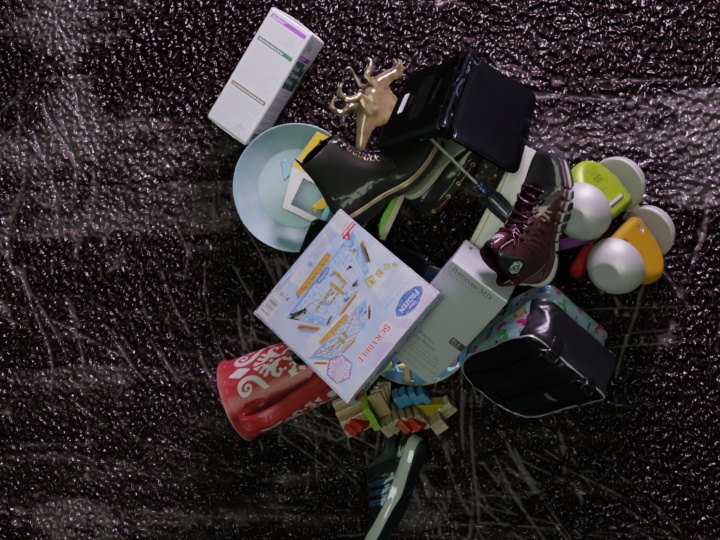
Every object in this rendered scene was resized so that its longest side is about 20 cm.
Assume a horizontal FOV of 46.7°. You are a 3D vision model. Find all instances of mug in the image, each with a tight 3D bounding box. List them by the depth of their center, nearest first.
[{"bbox_3d":[-0.107,0.187,1.319,0.199,0.178,0.134,-23,134,8],"label":"mug"}]

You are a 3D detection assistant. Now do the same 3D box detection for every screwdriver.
[{"bbox_3d":[0.159,-0.138,1.203,0.200,0.028,0.029,50,133,9],"label":"screwdriver"}]

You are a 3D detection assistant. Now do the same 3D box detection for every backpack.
[{"bbox_3d":[0.255,0.127,1.231,0.177,0.151,0.200,38,140,-13],"label":"backpack"}]

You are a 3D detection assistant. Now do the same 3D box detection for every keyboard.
[{"bbox_3d":[0.000,0.000,1.243,0.199,0.040,0.105,20,79,20],"label":"keyboard"}]

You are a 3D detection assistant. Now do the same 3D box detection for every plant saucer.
[{"bbox_3d":[-0.102,-0.131,1.327,0.199,0.039,0.203,0,94,-5],"label":"plant saucer"}]

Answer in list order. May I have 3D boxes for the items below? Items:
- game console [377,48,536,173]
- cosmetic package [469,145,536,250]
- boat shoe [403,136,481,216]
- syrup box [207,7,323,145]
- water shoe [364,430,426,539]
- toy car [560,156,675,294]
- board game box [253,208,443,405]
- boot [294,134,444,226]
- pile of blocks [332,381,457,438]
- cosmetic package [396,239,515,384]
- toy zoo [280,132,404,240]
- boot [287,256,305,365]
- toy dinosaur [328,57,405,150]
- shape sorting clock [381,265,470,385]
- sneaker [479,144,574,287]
[{"bbox_3d":[0.144,-0.219,1.222,0.175,0.201,0.117,-14,126,33],"label":"game console"},{"bbox_3d":[0.225,-0.083,1.253,0.073,0.103,0.201,27,99,9],"label":"cosmetic package"},{"bbox_3d":[0.149,-0.172,1.282,0.202,0.074,0.063,-47,125,1],"label":"boat shoe"},{"bbox_3d":[-0.147,-0.301,1.312,0.081,0.079,0.201,36,101,6],"label":"syrup box"},{"bbox_3d":[0.042,0.349,1.360,0.079,0.071,0.201,26,97,29],"label":"water shoe"},{"bbox_3d":[0.348,-0.057,1.221,0.150,0.175,0.201,-30,93,50],"label":"toy car"},{"bbox_3d":[-0.019,0.050,1.189,0.199,0.041,0.200,41,92,22],"label":"board game box"},{"bbox_3d":[0.016,-0.171,1.241,0.200,0.077,0.139,-42,114,-4],"label":"boot"},{"bbox_3d":[0.057,0.223,1.307,0.198,0.062,0.083,-5,118,-5],"label":"pile of blocks"},{"bbox_3d":[0.129,0.064,1.228,0.101,0.074,0.200,37,127,3],"label":"cosmetic package"},{"bbox_3d":[-0.034,-0.127,1.304,0.199,0.020,0.132,26,90,-8],"label":"toy zoo"},{"bbox_3d":[-0.059,0.066,1.275,0.199,0.069,0.175,17,58,31],"label":"boot"},{"bbox_3d":[0.007,-0.248,1.270,0.100,0.058,0.201,23,84,-9],"label":"toy dinosaur"},{"bbox_3d":[0.085,0.087,1.329,0.198,0.039,0.202,1,96,11],"label":"shape sorting clock"},{"bbox_3d":[0.219,-0.066,1.128,0.115,0.076,0.202,-9,111,-29],"label":"sneaker"}]
